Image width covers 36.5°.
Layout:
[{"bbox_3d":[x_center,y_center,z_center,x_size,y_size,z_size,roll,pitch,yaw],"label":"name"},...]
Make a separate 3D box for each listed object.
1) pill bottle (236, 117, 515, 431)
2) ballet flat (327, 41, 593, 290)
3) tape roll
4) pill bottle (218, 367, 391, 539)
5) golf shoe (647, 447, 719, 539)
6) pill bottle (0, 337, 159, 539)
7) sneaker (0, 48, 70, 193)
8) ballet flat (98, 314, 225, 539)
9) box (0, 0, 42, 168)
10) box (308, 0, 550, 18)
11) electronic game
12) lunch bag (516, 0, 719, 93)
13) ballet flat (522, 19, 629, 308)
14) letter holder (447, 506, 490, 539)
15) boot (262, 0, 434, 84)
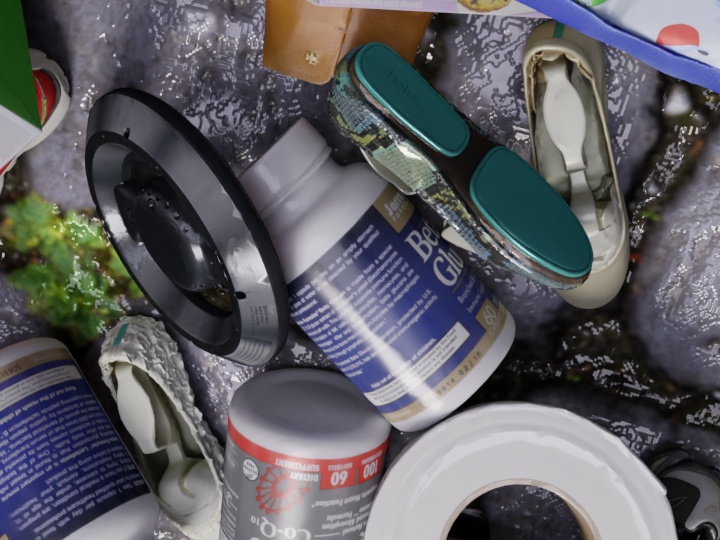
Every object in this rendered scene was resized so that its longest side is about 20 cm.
[{"bbox_3d":[0.000,0.000,0.722,0.111,0.111,0.200,-40,100,18],"label":"pill bottle"},{"bbox_3d":[0.058,-0.057,0.679,0.200,0.074,0.074,46,109,-1],"label":"ballet flat"},{"bbox_3d":[0.101,0.185,0.707,0.201,0.071,0.204,0,83,3],"label":"tape roll"},{"bbox_3d":[-0.044,0.183,0.789,0.115,0.116,0.201,8,110,5],"label":"pill bottle"},{"bbox_3d":[0.198,0.227,0.785,0.077,0.095,0.201,19,112,-1],"label":"golf shoe"},{"bbox_3d":[-0.213,0.158,0.770,0.116,0.116,0.201,-38,78,18],"label":"pill bottle"},{"bbox_3d":[-0.283,-0.073,0.748,0.077,0.085,0.200,39,109,-6],"label":"sneaker"},{"bbox_3d":[-0.145,0.131,0.811,0.071,0.072,0.201,-18,106,13],"label":"ballet flat"},{"bbox_3d":[-0.298,-0.116,0.667,0.176,0.201,0.097,-39,138,17],"label":"box"},{"bbox_3d":[0.067,-0.174,0.653,0.198,0.039,0.042,0,110,-17],"label":"box"},{"bbox_3d":[-0.115,-0.025,0.708,0.042,0.200,0.201,-34,106,-29],"label":"electronic game"},{"bbox_3d":[0.174,-0.212,0.598,0.169,0.124,0.201,24,82,-1],"label":"lunch bag"},{"bbox_3d":[0.137,-0.060,0.708,0.069,0.070,0.201,-10,108,11],"label":"ballet flat"},{"bbox_3d":[0.074,0.290,0.821,0.141,0.101,0.201,8,110,2],"label":"letter holder"},{"bbox_3d":[-0.046,-0.198,0.681,0.200,0.071,0.145,19,110,-4],"label":"boot"}]
